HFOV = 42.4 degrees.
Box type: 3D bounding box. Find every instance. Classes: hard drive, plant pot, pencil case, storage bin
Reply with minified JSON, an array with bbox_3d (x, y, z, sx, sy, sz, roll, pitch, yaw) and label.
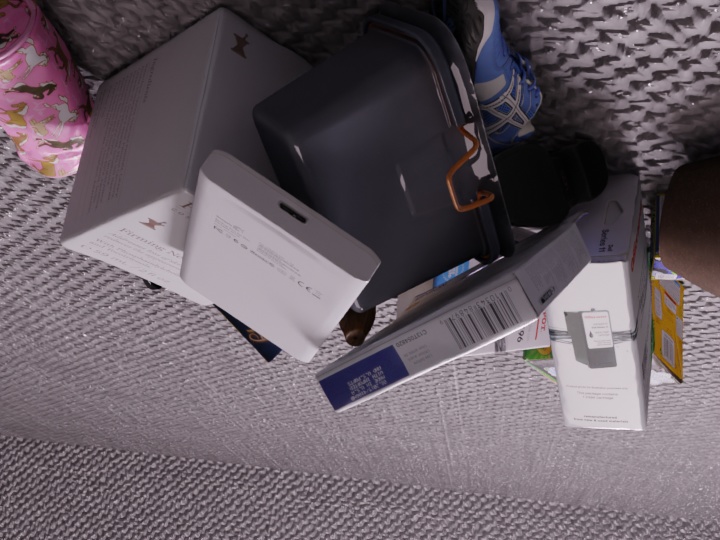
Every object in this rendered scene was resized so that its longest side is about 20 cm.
[{"bbox_3d":[-0.069,-0.001,0.688,0.131,0.026,0.200,34,155,-1],"label":"hard drive"},{"bbox_3d":[0.365,-0.032,0.788,0.198,0.189,0.187,12,164,34],"label":"plant pot"},{"bbox_3d":[-0.290,-0.158,0.815,0.085,0.084,0.200,6,159,6],"label":"pencil case"},{"bbox_3d":[0.017,-0.069,0.689,0.145,0.133,0.202,41,157,55],"label":"storage bin"}]

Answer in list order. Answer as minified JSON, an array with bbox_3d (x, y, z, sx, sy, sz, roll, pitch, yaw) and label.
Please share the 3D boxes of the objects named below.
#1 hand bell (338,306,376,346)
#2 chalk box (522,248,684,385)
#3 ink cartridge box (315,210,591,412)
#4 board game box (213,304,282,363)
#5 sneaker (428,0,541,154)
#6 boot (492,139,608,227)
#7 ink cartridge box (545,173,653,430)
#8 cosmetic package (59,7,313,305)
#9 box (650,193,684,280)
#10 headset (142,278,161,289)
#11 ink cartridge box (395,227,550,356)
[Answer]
[{"bbox_3d":[0.000,0.000,0.804,0.102,0.201,0.105,0,122,0],"label":"hand bell"},{"bbox_3d":[0.269,0.063,1.103,0.198,0.126,0.124,-5,156,34],"label":"chalk box"},{"bbox_3d":[0.087,0.031,0.757,0.198,0.041,0.200,-30,-179,33],"label":"ink cartridge box"},{"bbox_3d":[-0.155,0.003,0.990,0.200,0.035,0.135,48,178,-9],"label":"board game box"},{"bbox_3d":[0.097,-0.153,0.715,0.076,0.077,0.200,-14,158,2],"label":"sneaker"},{"bbox_3d":[0.114,-0.061,0.847,0.173,0.070,0.199,-16,179,44],"label":"boot"},{"bbox_3d":[0.232,0.030,0.897,0.082,0.147,0.202,-1,124,23],"label":"ink cartridge box"},{"bbox_3d":[-0.130,-0.088,0.814,0.166,0.169,0.198,26,152,-38],"label":"cosmetic package"},{"bbox_3d":[0.384,-0.028,0.897,0.197,0.071,0.064,3,160,14],"label":"box"},{"bbox_3d":[-0.233,-0.031,1.162,0.122,0.096,0.199,-15,164,38],"label":"headset"},{"bbox_3d":[0.138,0.020,0.959,0.197,0.118,0.068,-4,-165,-30],"label":"ink cartridge box"}]
